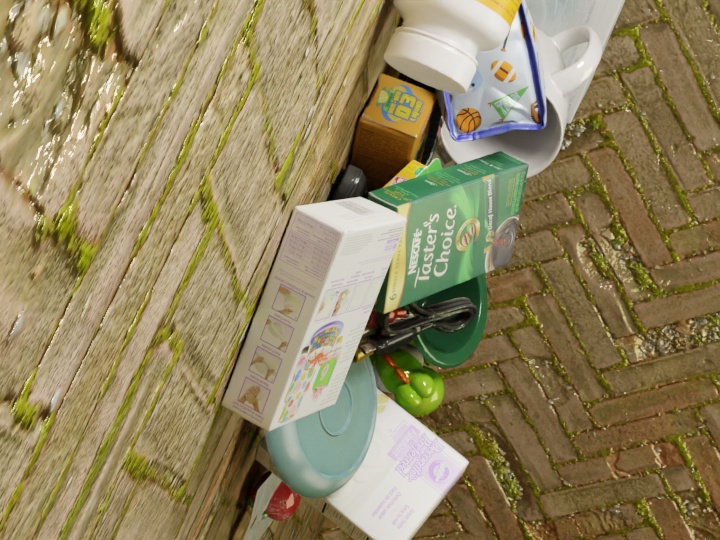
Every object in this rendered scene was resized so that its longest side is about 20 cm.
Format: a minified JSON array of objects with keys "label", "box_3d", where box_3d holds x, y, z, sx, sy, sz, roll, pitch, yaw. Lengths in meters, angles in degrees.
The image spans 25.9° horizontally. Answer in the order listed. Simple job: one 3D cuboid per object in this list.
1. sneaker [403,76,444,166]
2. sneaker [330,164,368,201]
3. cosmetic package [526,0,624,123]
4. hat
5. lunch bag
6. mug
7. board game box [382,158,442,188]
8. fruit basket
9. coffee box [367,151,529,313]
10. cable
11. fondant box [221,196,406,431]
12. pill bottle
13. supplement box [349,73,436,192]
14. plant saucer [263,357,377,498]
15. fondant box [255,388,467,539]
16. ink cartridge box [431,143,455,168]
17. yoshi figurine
[{"label":"sneaker","box_3d":[0.064,-0.168,1.777,0.082,0.070,0.200,58,56,-82]},{"label":"sneaker","box_3d":[0.015,-0.032,1.644,0.200,0.104,0.060,105,8,-59]},{"label":"cosmetic package","box_3d":[0.219,-0.326,1.978,0.123,0.200,0.200,-57,169,-52]},{"label":"hat","box_3d":[0.042,0.034,1.896,0.200,0.176,0.166,-28,108,-51]},{"label":"lunch bag","box_3d":[0.121,-0.244,1.617,0.170,0.124,0.200,-84,165,-78]},{"label":"mug","box_3d":[0.197,-0.224,1.862,0.200,0.148,0.176,-25,-152,29]},{"label":"board game box","box_3d":[0.016,-0.024,1.566,0.200,0.030,0.096,-41,140,-20]},{"label":"fruit basket","box_3d":[-0.096,0.257,2.001,0.200,0.094,0.185,-44,161,-37]},{"label":"coffee box","box_3d":[0.083,-0.040,1.578,0.200,0.044,0.123,-18,127,-42]},{"label":"cable","box_3d":[0.054,0.046,1.709,0.200,0.050,0.097,-21,143,-42]},{"label":"fondant box","box_3d":[-0.041,0.037,1.441,0.144,0.058,0.200,-14,126,-65]},{"label":"pill bottle","box_3d":[0.096,-0.268,1.418,0.111,0.111,0.200,58,55,-84]},{"label":"supplement box","box_3d":[0.027,-0.113,1.637,0.200,0.069,0.067,98,14,-59]},{"label":"plant saucer","box_3d":[-0.035,0.146,1.694,0.200,0.027,0.201,1,89,-56]},{"label":"fondant box","box_3d":[0.001,0.217,1.803,0.144,0.200,0.058,-48,171,-24]},{"label":"ink cartridge box","box_3d":[0.133,-0.125,2.046,0.200,0.083,0.147,-31,174,0]},{"label":"yoshi figurine","box_3d":[0.037,0.108,1.904,0.200,0.112,0.113,54,-49,44]}]
